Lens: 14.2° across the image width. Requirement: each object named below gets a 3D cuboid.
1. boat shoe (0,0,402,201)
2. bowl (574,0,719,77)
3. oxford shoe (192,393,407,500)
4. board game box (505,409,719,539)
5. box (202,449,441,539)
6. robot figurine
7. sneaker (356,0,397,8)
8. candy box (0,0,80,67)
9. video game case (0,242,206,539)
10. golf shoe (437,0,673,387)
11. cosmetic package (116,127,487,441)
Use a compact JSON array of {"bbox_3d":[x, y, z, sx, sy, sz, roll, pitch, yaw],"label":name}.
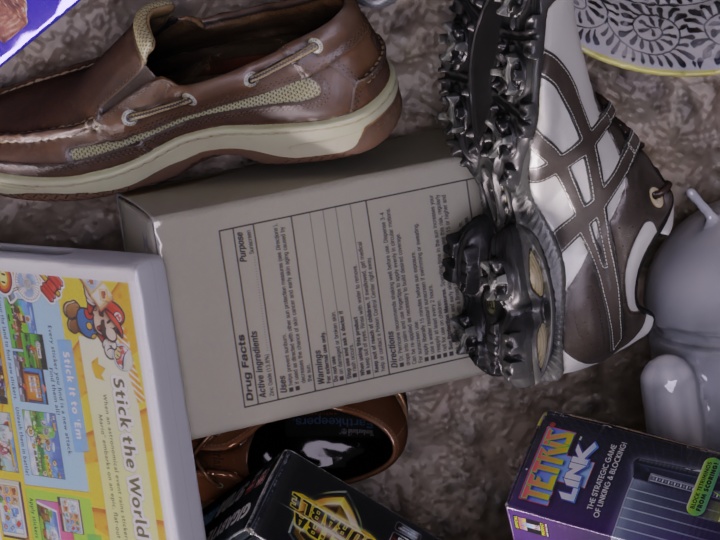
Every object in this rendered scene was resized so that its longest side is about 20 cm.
[{"bbox_3d":[-0.086,-0.086,1.257,0.201,0.075,0.075,-9,128,12],"label":"boat shoe"},{"bbox_3d":[0.138,-0.191,1.254,0.200,0.094,0.202,-1,105,-4],"label":"bowl"},{"bbox_3d":[-0.076,0.075,1.318,0.199,0.071,0.072,-7,106,0],"label":"oxford shoe"},{"bbox_3d":[0.158,0.152,1.271,0.165,0.057,0.200,12,149,19],"label":"board game box"},{"bbox_3d":[0.012,0.166,1.305,0.200,0.159,0.046,32,62,-11],"label":"box"},{"bbox_3d":[0.191,0.050,1.308,0.169,0.113,0.201,-24,110,-40],"label":"robot figurine"},{"bbox_3d":[-0.023,-0.201,1.229,0.075,0.116,0.201,-27,105,3],"label":"sneaker"},{"bbox_3d":[-0.160,-0.186,1.201,0.169,0.077,0.200,46,126,-13],"label":"candy box"},{"bbox_3d":[-0.143,0.086,1.282,0.181,0.023,0.201,5,108,40],"label":"video game case"},{"bbox_3d":[0.086,-0.052,1.225,0.094,0.078,0.201,-9,114,-22],"label":"golf shoe"},{"bbox_3d":[0.000,0.000,1.280,0.199,0.071,0.106,-10,104,-16],"label":"cosmetic package"}]
